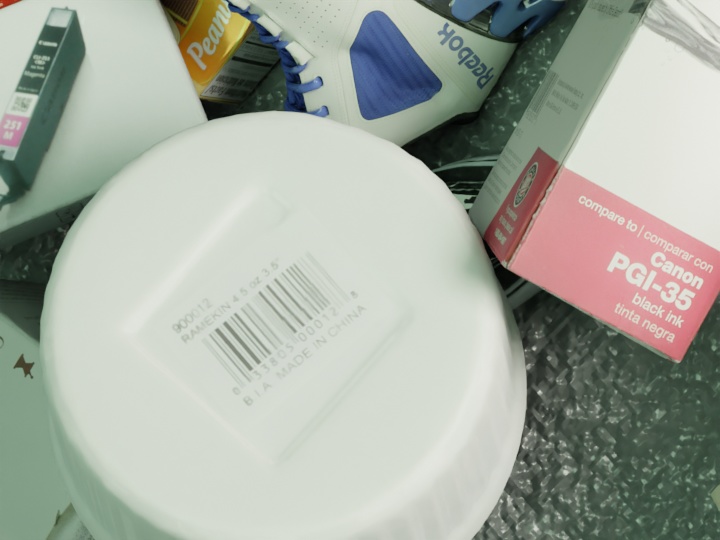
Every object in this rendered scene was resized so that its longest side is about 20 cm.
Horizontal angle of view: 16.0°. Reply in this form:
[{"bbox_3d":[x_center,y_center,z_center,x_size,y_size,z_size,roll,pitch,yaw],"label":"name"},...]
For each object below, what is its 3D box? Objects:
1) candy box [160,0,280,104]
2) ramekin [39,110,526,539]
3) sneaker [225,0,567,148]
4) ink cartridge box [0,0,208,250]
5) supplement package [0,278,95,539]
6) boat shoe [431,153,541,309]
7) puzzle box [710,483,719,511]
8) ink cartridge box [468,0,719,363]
[{"bbox_3d":[-0.040,-0.187,1.143,0.115,0.055,0.200,46,106,17],"label":"candy box"},{"bbox_3d":[-0.033,0.035,1.016,0.199,0.098,0.202,-1,72,3],"label":"ramekin"},{"bbox_3d":[-0.016,-0.101,1.082,0.116,0.199,0.081,-65,26,21],"label":"sneaker"},{"bbox_3d":[-0.185,-0.092,1.110,0.199,0.044,0.174,-23,83,-4],"label":"ink cartridge box"},{"bbox_3d":[-0.112,0.104,1.136,0.200,0.117,0.117,34,98,19],"label":"supplement package"},{"bbox_3d":[-0.001,-0.003,1.117,0.198,0.068,0.074,-13,85,22],"label":"boat shoe"},{"bbox_3d":[0.208,0.156,0.997,0.025,0.133,0.201,-27,78,-11],"label":"puzzle box"},{"bbox_3d":[0.129,-0.080,1.005,0.083,0.147,0.201,28,96,-6],"label":"ink cartridge box"}]
